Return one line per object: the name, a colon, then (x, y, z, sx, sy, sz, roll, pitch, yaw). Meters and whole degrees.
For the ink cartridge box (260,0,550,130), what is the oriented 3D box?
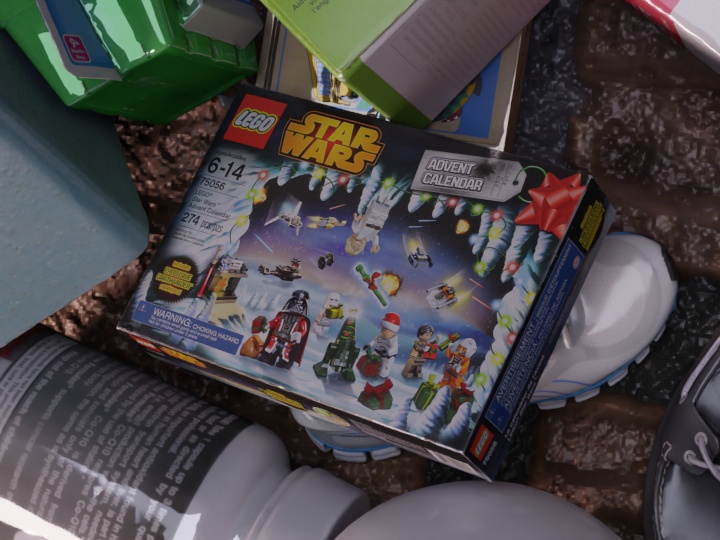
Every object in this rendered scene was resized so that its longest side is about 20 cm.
ink cartridge box: (0.055, -0.166, 0.938, 0.200, 0.148, 0.076, -45, 76, 5)

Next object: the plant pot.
plant pot: (-0.248, -0.074, 0.964, 0.196, 0.200, 0.196, -33, 44, 9)

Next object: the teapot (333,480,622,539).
teapot: (0.065, 0.181, 0.895, 0.197, 0.146, 0.200, 42, 67, -17)

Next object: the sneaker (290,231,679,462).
sneaker: (0.057, 0.038, 0.979, 0.200, 0.087, 0.075, -26, 78, 9)

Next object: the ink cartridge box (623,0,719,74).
ink cartridge box: (0.233, -0.131, 0.951, 0.200, 0.083, 0.145, 40, 94, 14)

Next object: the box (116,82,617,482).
box: (0.000, 0.000, 0.947, 0.200, 0.040, 0.137, 17, 73, 33)

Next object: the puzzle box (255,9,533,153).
puzzle box: (0.018, -0.120, 1.032, 0.133, 0.025, 0.201, 8, 87, 15)

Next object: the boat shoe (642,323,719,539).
boat shoe: (0.184, 0.051, 0.960, 0.067, 0.057, 0.200, 28, 92, 14)

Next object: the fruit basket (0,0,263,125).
fruit basket: (-0.124, -0.174, 0.989, 0.094, 0.185, 0.201, -21, 81, 19)

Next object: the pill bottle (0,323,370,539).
pill bottle: (-0.105, 0.110, 0.996, 0.200, 0.114, 0.114, 23, 91, 15)
